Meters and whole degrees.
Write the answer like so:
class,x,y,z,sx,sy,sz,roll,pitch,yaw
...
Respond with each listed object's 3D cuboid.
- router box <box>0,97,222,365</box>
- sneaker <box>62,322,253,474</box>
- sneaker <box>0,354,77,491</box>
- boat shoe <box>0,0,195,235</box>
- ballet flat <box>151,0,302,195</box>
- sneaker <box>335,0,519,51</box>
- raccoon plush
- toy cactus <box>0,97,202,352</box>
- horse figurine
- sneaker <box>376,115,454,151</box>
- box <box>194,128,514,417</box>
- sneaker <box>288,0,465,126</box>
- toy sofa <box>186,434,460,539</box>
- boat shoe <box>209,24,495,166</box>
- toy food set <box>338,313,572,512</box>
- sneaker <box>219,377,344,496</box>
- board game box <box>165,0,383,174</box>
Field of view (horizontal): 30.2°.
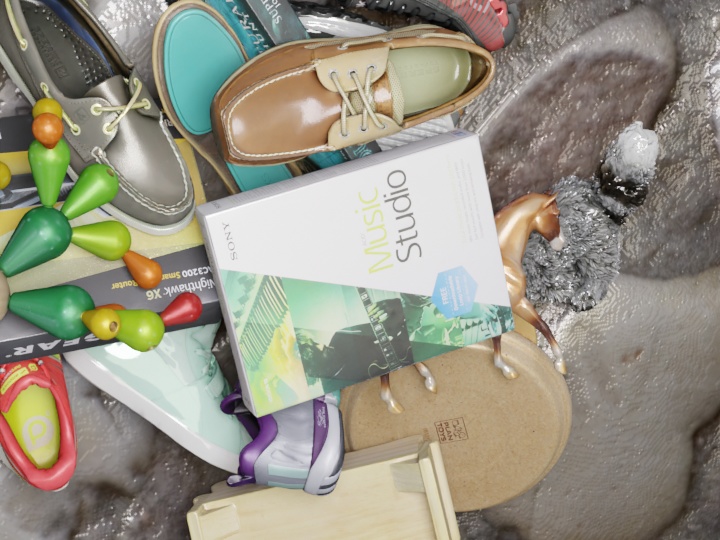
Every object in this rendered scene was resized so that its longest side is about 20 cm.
class,x,y,z,sx,sy,sz,roll,pitch,yaw
router box,-0.203,-0.027,0.910,0.198,0.052,0.159,-11,72,-22
sneaker,-0.111,0.070,1.007,0.200,0.074,0.119,37,93,-25
sneaker,-0.240,0.061,0.936,0.076,0.085,0.202,-23,102,-17
boat shoe,-0.177,-0.113,0.887,0.072,0.060,0.202,-35,85,-30
ballet flat,-0.100,-0.111,0.938,0.068,0.063,0.201,-31,131,-8
sneaker,0.033,-0.220,1.003,0.200,0.071,0.098,38,86,-26
raccoon plush,0.138,-0.043,1.068,0.132,0.097,0.202,-5,129,-24
toy cactus,-0.210,-0.007,0.827,0.165,0.102,0.200,-42,95,-18
horse figurine,0.066,0.028,0.989,0.197,0.050,0.134,-13,103,8
sneaker,0.045,-0.085,1.005,0.073,0.082,0.201,-17,125,8
box,0.000,0.000,0.907,0.198,0.036,0.146,-18,107,-13
sneaker,0.002,-0.151,1.007,0.198,0.074,0.080,16,102,-27
toy sofa,-0.027,0.194,1.024,0.197,0.098,0.084,-14,92,4
boat shoe,0.000,-0.118,0.859,0.198,0.074,0.077,-22,108,-26
toy food set,0.072,0.115,1.081,0.196,0.049,0.201,-26,118,17
sneaker,-0.060,0.068,0.988,0.086,0.202,0.075,3,142,-10
board game box,-0.070,-0.149,0.935,0.028,0.135,0.201,-42,116,-18
